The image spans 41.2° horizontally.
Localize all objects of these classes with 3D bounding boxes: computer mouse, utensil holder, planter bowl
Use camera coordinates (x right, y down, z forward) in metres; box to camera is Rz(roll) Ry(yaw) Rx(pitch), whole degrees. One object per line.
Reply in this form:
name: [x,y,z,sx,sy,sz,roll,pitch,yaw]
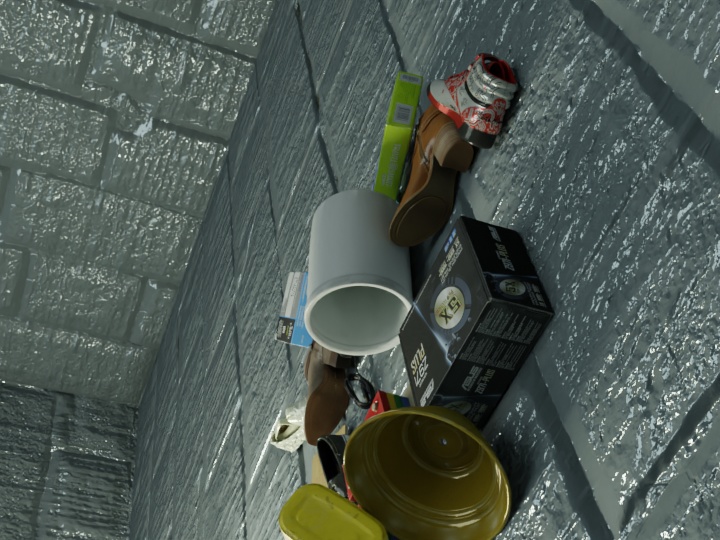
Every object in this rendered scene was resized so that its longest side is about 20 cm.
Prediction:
computer mouse: [-0.008,0.150,1.584,0.034,0.058,0.202,91,172,-46]
utensil holder: [0.000,0.000,1.483,0.171,0.168,0.202,122,157,-44]
planter bowl: [0.086,0.220,1.104,0.202,0.199,0.084,-62,-6,36]

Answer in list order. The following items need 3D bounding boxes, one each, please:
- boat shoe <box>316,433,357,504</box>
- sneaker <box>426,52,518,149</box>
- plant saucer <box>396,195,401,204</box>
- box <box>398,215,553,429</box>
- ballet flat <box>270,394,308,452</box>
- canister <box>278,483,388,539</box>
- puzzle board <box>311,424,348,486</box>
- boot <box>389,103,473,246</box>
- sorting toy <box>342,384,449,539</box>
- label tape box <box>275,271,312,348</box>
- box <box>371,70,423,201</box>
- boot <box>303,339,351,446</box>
boat shoe: [-0.027,0.335,1.472,0.201,0.056,0.069,-109,38,-50]
sneaker: [0.160,-0.259,1.348,0.202,0.066,0.109,-114,42,-56]
plant saucer: [0.030,-0.041,1.650,0.070,0.019,0.202,-109,36,-59]
box: [0.132,0.066,1.165,0.165,0.085,0.201,-102,31,-51]
ballet flat: [-0.119,0.283,1.784,0.201,0.071,0.072,125,152,-46]
canister: [-0.019,0.364,1.182,0.087,0.147,0.201,-46,-36,-28]
puzzle board: [-0.050,0.379,1.591,0.151,0.017,0.202,129,149,-50]
boot: [0.093,-0.149,1.444,0.156,0.076,0.202,-109,39,-56]
sorting toy: [0.038,0.286,1.313,0.200,0.069,0.202,-106,35,-56]
label tape box: [-0.104,0.077,1.887,0.200,0.062,0.146,179,103,-72]
box: [0.057,-0.207,1.557,0.201,0.047,0.123,102,180,-54]
boot: [-0.069,0.197,1.690,0.202,0.070,0.146,-68,20,-4]
